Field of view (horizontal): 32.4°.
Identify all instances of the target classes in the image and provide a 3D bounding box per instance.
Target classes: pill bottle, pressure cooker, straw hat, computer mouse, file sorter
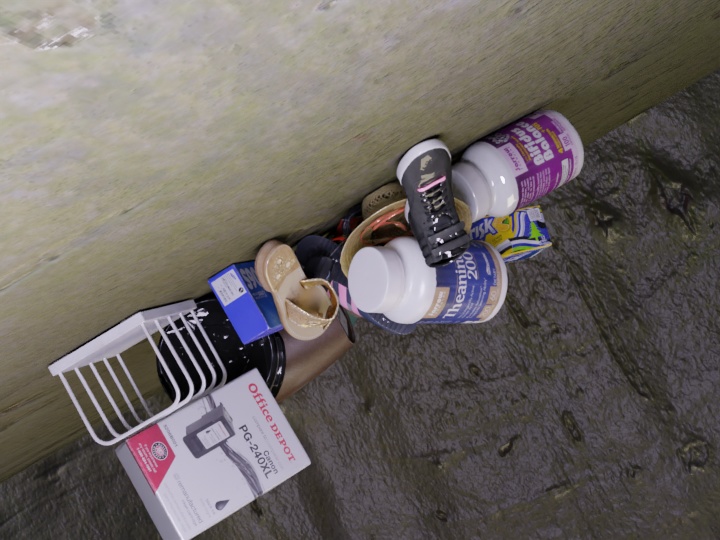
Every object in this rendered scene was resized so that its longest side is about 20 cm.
[{"bbox_3d":[0.086,0.013,1.603,0.199,0.112,0.111,1,158,-39],"label":"pill bottle"},{"bbox_3d":[-0.198,0.129,1.779,0.176,0.179,0.200,-40,174,-7],"label":"pressure cooker"},{"bbox_3d":[0.046,-0.069,1.644,0.199,0.086,0.202,-20,149,-12],"label":"straw hat"},{"bbox_3d":[-0.031,-0.016,1.665,0.201,0.034,0.059,-53,142,-12],"label":"computer mouse"},{"bbox_3d":[-0.273,0.130,1.578,0.138,0.125,0.200,-30,177,11],"label":"file sorter"},{"bbox_3d":[0.212,-0.144,1.758,0.199,0.113,0.112,-29,177,-26],"label":"pill bottle"}]

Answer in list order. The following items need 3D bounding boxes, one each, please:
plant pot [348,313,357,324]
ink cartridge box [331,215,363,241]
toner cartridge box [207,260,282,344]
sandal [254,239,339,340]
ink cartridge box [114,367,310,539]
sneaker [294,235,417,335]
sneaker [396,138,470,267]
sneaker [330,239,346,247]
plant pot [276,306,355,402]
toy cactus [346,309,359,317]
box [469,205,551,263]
[{"bbox_3d":[-0.085,0.062,2.235,0.141,0.142,0.200,-27,169,-35],"label":"plant pot"},{"bbox_3d":[0.047,-0.050,1.849,0.172,0.044,0.200,-13,169,-11],"label":"ink cartridge box"},{"bbox_3d":[-0.134,0.037,1.639,0.043,0.096,0.200,-29,178,10],"label":"toner cartridge box"},{"bbox_3d":[-0.063,0.041,1.567,0.078,0.069,0.212,-55,146,-16],"label":"sandal"},{"bbox_3d":[-0.184,0.234,1.562,0.199,0.146,0.083,-28,173,-28],"label":"ink cartridge box"},{"bbox_3d":[-0.006,0.025,1.736,0.070,0.199,0.082,-52,177,-19],"label":"sneaker"},{"bbox_3d":[0.094,-0.074,1.475,0.070,0.100,0.200,-23,155,-8],"label":"sneaker"},{"bbox_3d":[0.000,0.000,1.799,0.199,0.084,0.074,4,-166,41],"label":"sneaker"},{"bbox_3d":[-0.117,0.117,2.078,0.198,0.188,0.187,-23,179,10],"label":"plant pot"},{"bbox_3d":[0.029,0.011,2.006,0.199,0.103,0.165,15,-127,31],"label":"toy cactus"},{"bbox_3d":[0.170,-0.038,1.786,0.198,0.065,0.070,-12,169,-22],"label":"box"}]
